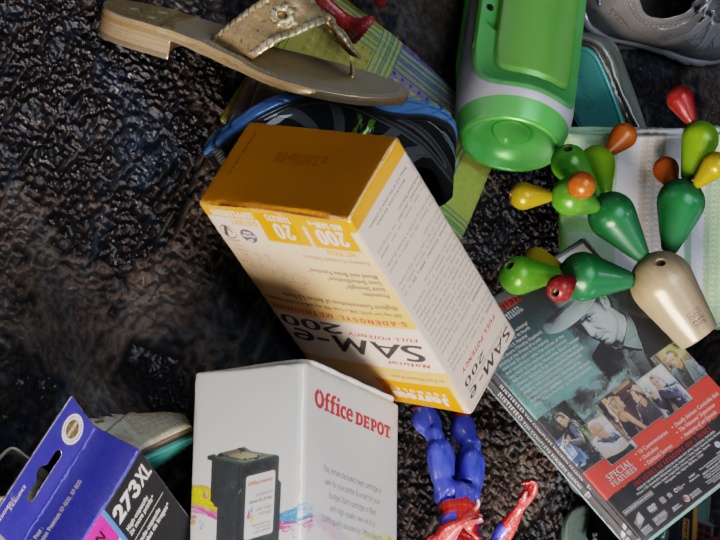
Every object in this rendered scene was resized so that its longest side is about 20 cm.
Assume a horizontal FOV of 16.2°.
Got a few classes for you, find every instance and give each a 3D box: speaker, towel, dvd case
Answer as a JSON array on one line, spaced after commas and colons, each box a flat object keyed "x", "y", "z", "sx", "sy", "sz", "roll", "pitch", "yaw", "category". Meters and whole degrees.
[{"x": 0.118, "y": -0.174, "z": 1.826, "sx": 0.088, "sy": 0.088, "sz": 0.201, "roll": 25, "pitch": 58, "yaw": -26, "category": "speaker"}, {"x": 0.005, "y": -0.101, "z": 1.784, "sx": 0.200, "sy": 0.023, "sz": 0.144, "roll": 36, "pitch": 61, "yaw": -22, "category": "towel"}, {"x": 0.171, "y": 0.083, "z": 1.752, "sx": 0.146, "sy": 0.022, "sz": 0.200, "roll": -32, "pitch": 75, "yaw": -36, "category": "dvd case"}, {"x": 0.242, "y": -0.031, "z": 1.834, "sx": 0.199, "sy": 0.031, "sz": 0.150, "roll": 0, "pitch": 90, "yaw": -3, "category": "towel"}]

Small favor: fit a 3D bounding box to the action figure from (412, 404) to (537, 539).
[{"x": 0.077, "y": 0.134, "z": 1.698, "sx": 0.065, "sy": 0.099, "sz": 0.201, "roll": 16, "pitch": 56, "yaw": -27, "category": "action figure"}]

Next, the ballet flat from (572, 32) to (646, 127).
[{"x": 0.197, "y": -0.082, "z": 1.883, "sx": 0.064, "sy": 0.067, "sz": 0.201, "roll": -21, "pitch": 93, "yaw": -65, "category": "ballet flat"}]

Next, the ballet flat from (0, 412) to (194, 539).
[{"x": -0.187, "y": 0.126, "z": 1.578, "sx": 0.200, "sy": 0.067, "sz": 0.062, "roll": -33, "pitch": 84, "yaw": -35, "category": "ballet flat"}]

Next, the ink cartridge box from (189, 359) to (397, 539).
[{"x": -0.041, "y": 0.170, "z": 1.615, "sx": 0.146, "sy": 0.082, "sz": 0.201, "roll": 29, "pitch": 58, "yaw": -60, "category": "ink cartridge box"}]

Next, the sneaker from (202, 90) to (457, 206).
[{"x": -0.013, "y": -0.076, "z": 1.710, "sx": 0.199, "sy": 0.071, "sz": 0.083, "roll": 3, "pitch": 71, "yaw": -36, "category": "sneaker"}]

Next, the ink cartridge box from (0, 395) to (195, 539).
[{"x": -0.147, "y": 0.173, "z": 1.550, "sx": 0.095, "sy": 0.037, "sz": 0.200, "roll": -59, "pitch": 139, "yaw": -26, "category": "ink cartridge box"}]

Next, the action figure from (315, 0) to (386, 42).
[{"x": -0.055, "y": -0.250, "z": 1.718, "sx": 0.200, "sy": 0.099, "sz": 0.065, "roll": 36, "pitch": 59, "yaw": -5, "category": "action figure"}]

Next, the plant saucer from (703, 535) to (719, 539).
[{"x": 0.232, "y": 0.270, "z": 1.784, "sx": 0.199, "sy": 0.037, "sz": 0.201, "roll": -11, "pitch": 117, "yaw": -35, "category": "plant saucer"}]

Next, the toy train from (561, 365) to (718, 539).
[{"x": 0.207, "y": 0.147, "z": 1.823, "sx": 0.114, "sy": 0.085, "sz": 0.201, "roll": 23, "pitch": 64, "yaw": -40, "category": "toy train"}]

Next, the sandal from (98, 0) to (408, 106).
[{"x": -0.066, "y": -0.165, "z": 1.662, "sx": 0.211, "sy": 0.078, "sz": 0.070, "roll": 14, "pitch": 109, "yaw": 6, "category": "sandal"}]

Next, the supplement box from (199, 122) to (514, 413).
[{"x": 0.000, "y": 0.000, "z": 1.648, "sx": 0.074, "sy": 0.126, "sz": 0.200, "roll": -60, "pitch": 137, "yaw": -27, "category": "supplement box"}]

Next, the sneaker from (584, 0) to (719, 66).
[{"x": 0.253, "y": -0.200, "z": 1.934, "sx": 0.199, "sy": 0.082, "sz": 0.075, "roll": -7, "pitch": 82, "yaw": -34, "category": "sneaker"}]

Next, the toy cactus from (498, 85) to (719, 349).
[{"x": 0.195, "y": -0.025, "z": 1.761, "sx": 0.200, "sy": 0.102, "sz": 0.165, "roll": -38, "pitch": 94, "yaw": -29, "category": "toy cactus"}]
